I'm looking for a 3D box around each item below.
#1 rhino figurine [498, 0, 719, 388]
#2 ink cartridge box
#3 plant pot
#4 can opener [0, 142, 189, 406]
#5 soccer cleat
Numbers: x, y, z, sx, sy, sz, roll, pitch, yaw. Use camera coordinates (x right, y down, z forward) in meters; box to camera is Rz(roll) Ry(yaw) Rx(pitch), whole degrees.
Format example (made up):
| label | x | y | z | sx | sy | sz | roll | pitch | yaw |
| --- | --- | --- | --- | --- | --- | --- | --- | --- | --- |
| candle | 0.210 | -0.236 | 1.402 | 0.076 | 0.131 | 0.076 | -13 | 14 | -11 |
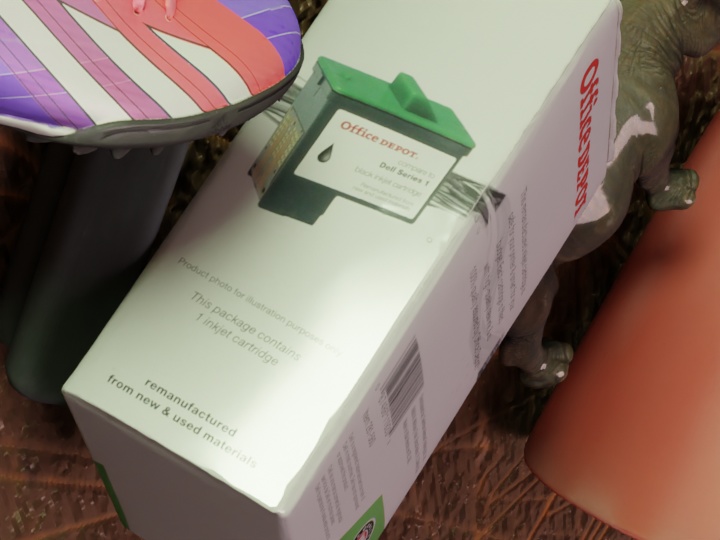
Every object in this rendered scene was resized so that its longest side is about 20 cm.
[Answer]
| label | x | y | z | sx | sy | sz | roll | pitch | yaw |
| --- | --- | --- | --- | --- | --- | --- | --- | --- | --- |
| rhino figurine | 0.096 | -0.057 | 1.063 | 0.200 | 0.060 | 0.087 | -56 | 142 | -3 |
| ink cartridge box | 0.000 | 0.000 | 0.896 | 0.200 | 0.084 | 0.146 | -57 | 166 | -18 |
| plant pot | 0.190 | 0.035 | 1.193 | 0.200 | 0.200 | 0.178 | 6 | 105 | -59 |
| can opener | -0.079 | -0.053 | 0.822 | 0.066 | 0.053 | 0.201 | 6 | 121 | -20 |
| soccer cleat | -0.093 | -0.075 | 0.706 | 0.199 | 0.068 | 0.073 | -1 | 124 | -35 |
